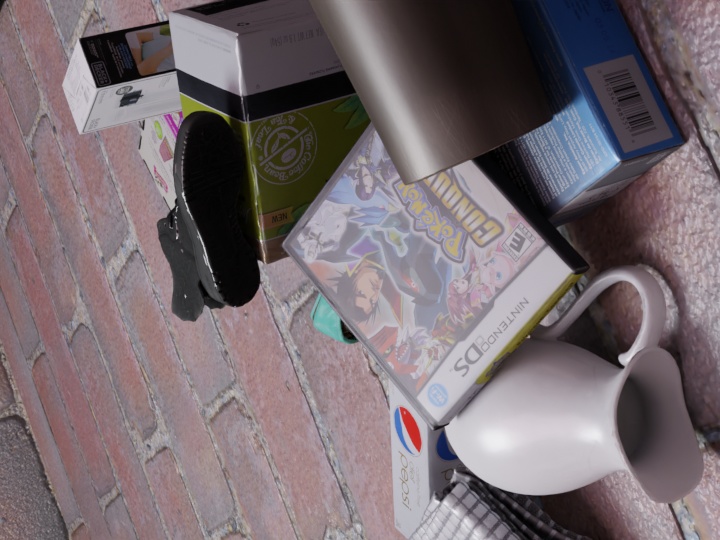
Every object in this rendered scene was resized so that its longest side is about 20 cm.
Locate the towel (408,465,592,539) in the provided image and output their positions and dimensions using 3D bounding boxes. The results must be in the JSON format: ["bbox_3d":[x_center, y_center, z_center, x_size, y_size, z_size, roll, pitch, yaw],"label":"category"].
[{"bbox_3d":[0.124,0.264,1.195,0.165,0.085,0.200,41,145,17],"label":"towel"}]

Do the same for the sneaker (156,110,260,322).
[{"bbox_3d":[-0.136,-0.042,1.133,0.104,0.060,0.201,24,131,50],"label":"sneaker"}]

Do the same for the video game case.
[{"bbox_3d":[0.049,-0.011,1.040,0.200,0.025,0.181,50,122,19],"label":"video game case"}]

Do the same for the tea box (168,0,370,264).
[{"bbox_3d":[-0.037,-0.138,1.175,0.133,0.199,0.198,30,133,53],"label":"tea box"}]

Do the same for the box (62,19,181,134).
[{"bbox_3d":[-0.206,-0.214,1.459,0.060,0.199,0.117,68,155,11],"label":"box"}]

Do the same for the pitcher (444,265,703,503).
[{"bbox_3d":[0.157,0.087,1.049,0.200,0.121,0.173,-6,82,53],"label":"pitcher"}]

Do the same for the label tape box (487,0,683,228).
[{"bbox_3d":[0.132,-0.110,1.013,0.145,0.063,0.200,67,153,10],"label":"label tape box"}]

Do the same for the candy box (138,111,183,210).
[{"bbox_3d":[-0.203,-0.162,1.642,0.137,0.061,0.200,60,151,23],"label":"candy box"}]

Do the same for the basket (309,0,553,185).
[{"bbox_3d":[0.041,-0.171,0.930,0.201,0.135,0.180,66,-163,-5],"label":"basket"}]

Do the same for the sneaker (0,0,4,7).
[{"bbox_3d":[-0.669,-0.482,2.325,0.200,0.083,0.121,-28,85,56],"label":"sneaker"}]

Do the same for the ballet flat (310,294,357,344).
[{"bbox_3d":[0.000,0.000,1.358,0.070,0.067,0.201,33,140,18],"label":"ballet flat"}]

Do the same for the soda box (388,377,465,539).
[{"bbox_3d":[0.072,0.170,1.305,0.068,0.063,0.201,36,137,50],"label":"soda box"}]
